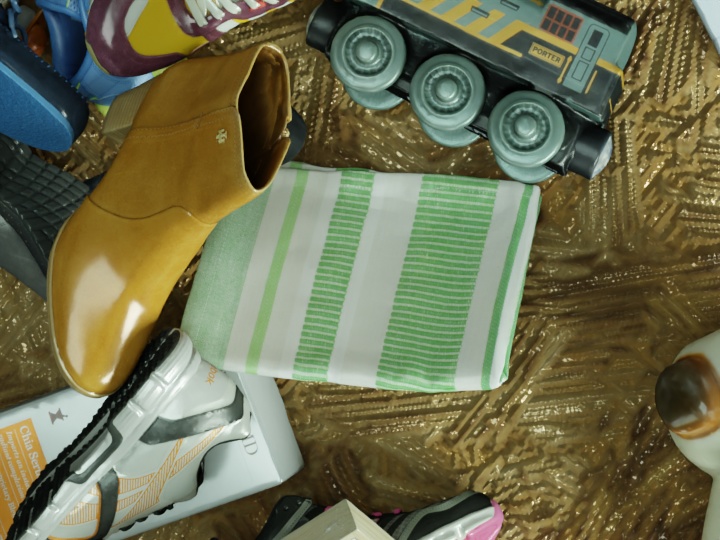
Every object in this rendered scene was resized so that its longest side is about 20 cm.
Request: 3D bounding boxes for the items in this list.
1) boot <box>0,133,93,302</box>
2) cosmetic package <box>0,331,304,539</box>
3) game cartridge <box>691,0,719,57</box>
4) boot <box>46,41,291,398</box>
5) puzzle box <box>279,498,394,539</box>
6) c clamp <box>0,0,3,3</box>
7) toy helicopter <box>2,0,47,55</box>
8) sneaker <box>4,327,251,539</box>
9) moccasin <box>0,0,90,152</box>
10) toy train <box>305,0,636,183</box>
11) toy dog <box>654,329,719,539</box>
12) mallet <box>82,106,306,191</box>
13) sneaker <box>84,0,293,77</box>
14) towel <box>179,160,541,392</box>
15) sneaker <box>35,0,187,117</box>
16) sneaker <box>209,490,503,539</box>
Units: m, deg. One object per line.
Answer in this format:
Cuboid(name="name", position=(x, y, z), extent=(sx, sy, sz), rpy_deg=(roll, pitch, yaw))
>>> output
Cuboid(name="boot", position=(-0.229, -0.022, 1.700), extent=(0.131, 0.070, 0.200), rpy_deg=(-29, 103, 44))
Cuboid(name="cosmetic package", position=(-0.148, 0.112, 1.702), extent=(0.199, 0.071, 0.102), rpy_deg=(-21, 91, 11))
Cuboid(name="game cartridge", position=(0.239, -0.217, 1.619), extent=(0.133, 0.040, 0.201), rpy_deg=(-27, 90, 15))
Cuboid(name="boot", position=(-0.106, -0.031, 1.571), extent=(0.144, 0.071, 0.202), rpy_deg=(-11, 64, 49))
Cuboid(name="puzzle box", position=(-0.010, 0.221, 1.639), extent=(0.133, 0.200, 0.025), rpy_deg=(-33, 47, 12))
Cuboid(name="c clamp", position=(-0.222, -0.175, 1.560), extent=(0.199, 0.027, 0.171), rpy_deg=(-31, 80, 12))
Cuboid(name="toy helicopter", position=(-0.213, -0.192, 1.688), extent=(0.199, 0.079, 0.133), rpy_deg=(-33, 82, -1))
Cuboid(name="sneaker", position=(-0.142, 0.129, 1.629), extent=(0.080, 0.074, 0.200), rpy_deg=(37, 112, -16))
Cuboid(name="moccasin", position=(-0.236, -0.151, 1.614), extent=(0.200, 0.080, 0.068), rpy_deg=(38, 58, -2))
Cuboid(name="toy train", position=(0.070, -0.131, 1.639), extent=(0.199, 0.085, 0.114), rpy_deg=(26, 86, 10))
Cuboid(name="toy dog", position=(0.248, 0.126, 1.613), extent=(0.193, 0.139, 0.201), rpy_deg=(-14, 95, 48))
Cuboid(name="mallet", position=(-0.122, -0.061, 1.692), extent=(0.199, 0.066, 0.041), rpy_deg=(-28, 51, 32))
Cuboid(name="sneaker", position=(-0.070, -0.179, 1.601), extent=(0.200, 0.090, 0.075), rpy_deg=(-39, 117, -15))
Cuboid(name="towel", position=(0.000, 0.000, 1.649), extent=(0.199, 0.023, 0.153), rpy_deg=(7, 60, 11))
Cuboid(name="sneaker", position=(-0.133, -0.185, 1.648), extent=(0.076, 0.105, 0.201), rpy_deg=(19, 101, 42))
Cuboid(name="sneaker", position=(-0.013, 0.168, 1.679), extent=(0.199, 0.074, 0.088), rpy_deg=(-24, 64, -2))
